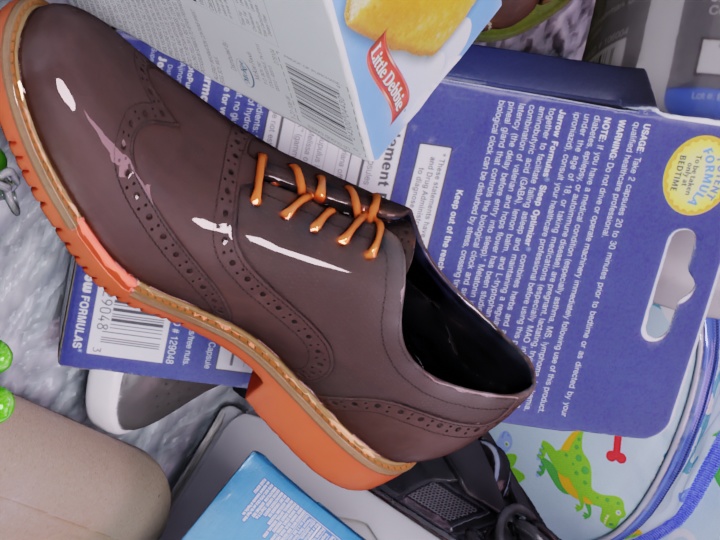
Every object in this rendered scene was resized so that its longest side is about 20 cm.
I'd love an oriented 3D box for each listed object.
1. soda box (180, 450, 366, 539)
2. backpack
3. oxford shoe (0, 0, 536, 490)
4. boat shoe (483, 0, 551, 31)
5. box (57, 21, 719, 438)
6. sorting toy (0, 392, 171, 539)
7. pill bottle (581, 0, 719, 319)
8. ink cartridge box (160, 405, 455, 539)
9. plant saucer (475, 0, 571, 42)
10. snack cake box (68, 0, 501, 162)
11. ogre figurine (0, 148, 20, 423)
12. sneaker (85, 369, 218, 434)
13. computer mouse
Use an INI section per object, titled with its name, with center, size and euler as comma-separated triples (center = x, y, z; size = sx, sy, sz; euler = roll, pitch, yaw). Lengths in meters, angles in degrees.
[soda box]
center = -0.074, 0.158, 0.899
size = 0.200, 0.064, 0.068
euler = -50, 177, -12
[backpack]
center = 0.107, 0.034, 1.046
size = 0.147, 0.200, 0.184
euler = -13, 128, -58
[oxford shoe]
center = -0.025, -0.015, 0.786
size = 0.200, 0.072, 0.071
euler = 43, 39, -35
[boat shoe]
center = 0.002, -0.140, 0.809
size = 0.070, 0.070, 0.200
euler = -34, 134, -5
[box]
center = 0.013, -0.014, 0.857
size = 0.032, 0.199, 0.122
euler = -96, -163, -59
[sorting toy]
center = -0.146, 0.131, 0.846
size = 0.200, 0.036, 0.185
euler = -55, 155, 0
[pill bottle]
center = 0.138, -0.094, 0.941
size = 0.114, 0.113, 0.201
euler = 70, 31, -58
[ink cartridge box]
center = 0.017, 0.139, 1.051
size = 0.084, 0.146, 0.200
euler = -58, 154, -3
[plant saucer]
center = 0.068, -0.177, 0.952
size = 0.200, 0.031, 0.200
euler = -43, 150, -33
[snack cake box]
center = -0.038, -0.127, 0.705
size = 0.067, 0.115, 0.200
euler = -51, 154, -20
[ogre figurine]
center = -0.155, 0.045, 0.699
size = 0.200, 0.098, 0.120
euler = -41, 170, -6
[sneaker]
center = 0.000, 0.000, 0.928
size = 0.200, 0.099, 0.071
euler = -43, 152, -31
[computer mouse]
center = 0.049, 0.077, 0.956
size = 0.140, 0.200, 0.046
euler = 34, 87, -36
